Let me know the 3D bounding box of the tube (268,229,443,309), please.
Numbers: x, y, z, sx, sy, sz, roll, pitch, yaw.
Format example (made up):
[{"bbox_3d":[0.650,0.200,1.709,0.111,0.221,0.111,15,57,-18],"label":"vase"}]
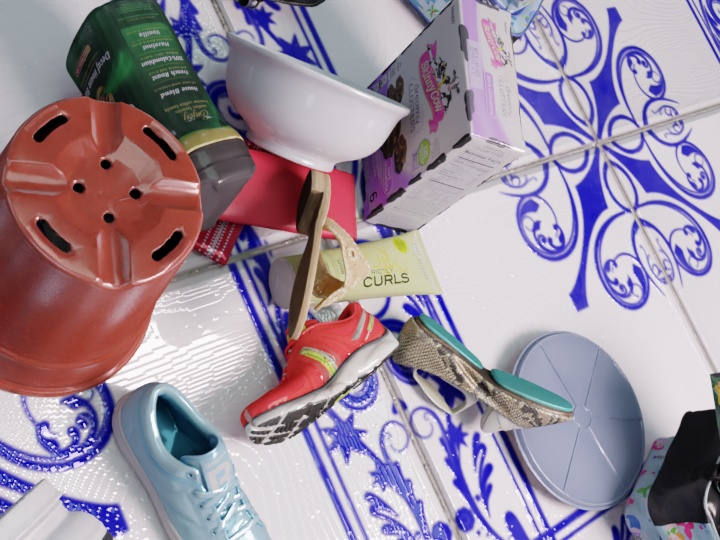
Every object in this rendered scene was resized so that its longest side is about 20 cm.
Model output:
[{"bbox_3d":[0.000,0.000,1.000,0.198,0.052,0.059,-7,111,-38],"label":"tube"}]

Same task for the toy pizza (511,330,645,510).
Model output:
[{"bbox_3d":[0.240,0.167,1.092,0.198,0.032,0.203,13,64,-28],"label":"toy pizza"}]

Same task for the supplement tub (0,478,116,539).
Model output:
[{"bbox_3d":[-0.204,0.264,0.683,0.201,0.140,0.140,49,51,-4],"label":"supplement tub"}]

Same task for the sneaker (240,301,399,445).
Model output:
[{"bbox_3d":[-0.050,0.093,0.919,0.085,0.077,0.199,49,44,9],"label":"sneaker"}]

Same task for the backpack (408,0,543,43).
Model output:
[{"bbox_3d":[0.143,-0.384,1.208,0.200,0.147,0.184,41,50,-8],"label":"backpack"}]

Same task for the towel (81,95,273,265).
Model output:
[{"bbox_3d":[-0.187,-0.112,0.944,0.199,0.022,0.146,34,55,-17],"label":"towel"}]

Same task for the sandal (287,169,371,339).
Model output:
[{"bbox_3d":[-0.022,-0.017,0.905,0.069,0.078,0.213,15,39,-13],"label":"sandal"}]

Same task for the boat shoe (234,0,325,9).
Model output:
[{"bbox_3d":[-0.126,-0.316,1.044,0.197,0.074,0.067,20,61,-24],"label":"boat shoe"}]

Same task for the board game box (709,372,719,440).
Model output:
[{"bbox_3d":[0.407,0.205,0.992,0.104,0.023,0.203,4,75,-37],"label":"board game box"}]

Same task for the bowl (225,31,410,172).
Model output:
[{"bbox_3d":[-0.056,-0.159,0.979,0.199,0.201,0.091,17,103,-26],"label":"bowl"}]

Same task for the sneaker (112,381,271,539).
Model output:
[{"bbox_3d":[-0.131,0.180,0.808,0.201,0.082,0.074,51,52,-3],"label":"sneaker"}]

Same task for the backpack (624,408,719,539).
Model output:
[{"bbox_3d":[0.397,0.275,1.068,0.201,0.150,0.178,51,49,-12],"label":"backpack"}]

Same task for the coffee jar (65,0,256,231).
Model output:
[{"bbox_3d":[-0.176,-0.135,0.865,0.085,0.104,0.201,-22,74,-45],"label":"coffee jar"}]

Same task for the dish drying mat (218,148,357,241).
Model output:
[{"bbox_3d":[-0.083,-0.078,0.980,0.198,0.018,0.078,8,73,-41],"label":"dish drying mat"}]

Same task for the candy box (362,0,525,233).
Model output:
[{"bbox_3d":[0.080,-0.159,1.028,0.071,0.200,0.170,13,62,-28],"label":"candy box"}]

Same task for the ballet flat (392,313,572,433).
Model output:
[{"bbox_3d":[0.120,0.122,1.008,0.198,0.076,0.068,31,12,-3],"label":"ballet flat"}]

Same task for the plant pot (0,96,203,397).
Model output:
[{"bbox_3d":[-0.225,-0.024,0.766,0.199,0.195,0.204,14,62,-28],"label":"plant pot"}]
